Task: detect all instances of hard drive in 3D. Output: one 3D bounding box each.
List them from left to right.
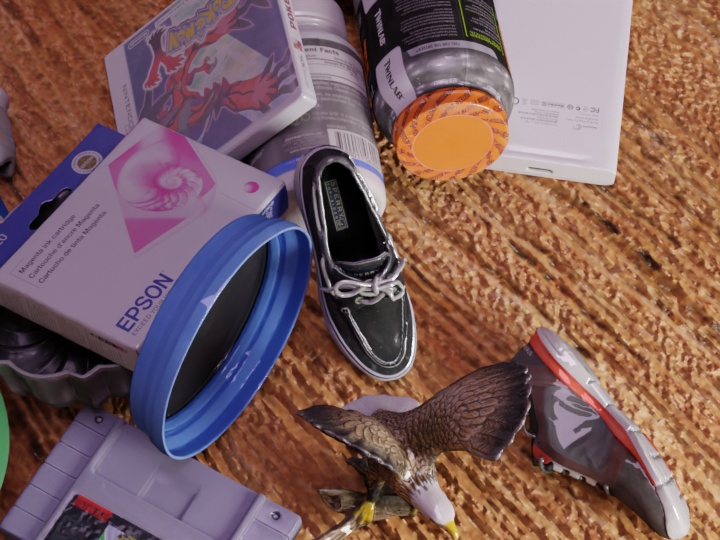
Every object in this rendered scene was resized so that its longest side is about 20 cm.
[{"bbox_3d":[0.169,-0.173,1.627,0.131,0.026,0.201,8,60,3],"label":"hard drive"}]

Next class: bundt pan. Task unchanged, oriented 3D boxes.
[{"bbox_3d":[-0.218,0.028,1.458,0.201,0.076,0.203,-3,49,4],"label":"bundt pan"}]

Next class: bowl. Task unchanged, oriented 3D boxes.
[{"bbox_3d":[-0.107,0.047,1.391,0.039,0.201,0.201,28,63,16],"label":"bowl"}]

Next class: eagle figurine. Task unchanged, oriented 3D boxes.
[{"bbox_3d":[0.035,0.130,1.344,0.150,0.200,0.152,26,56,12],"label":"eagle figurine"}]

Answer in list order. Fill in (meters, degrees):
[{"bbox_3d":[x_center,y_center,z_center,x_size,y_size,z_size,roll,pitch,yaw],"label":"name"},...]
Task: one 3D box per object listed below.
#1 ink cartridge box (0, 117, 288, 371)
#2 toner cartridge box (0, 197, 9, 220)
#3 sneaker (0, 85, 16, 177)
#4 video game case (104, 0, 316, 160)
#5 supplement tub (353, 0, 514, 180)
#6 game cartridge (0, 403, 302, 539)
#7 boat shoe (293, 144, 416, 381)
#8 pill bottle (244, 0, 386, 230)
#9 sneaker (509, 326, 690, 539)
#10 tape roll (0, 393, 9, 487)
[{"bbox_3d":[-0.191,-0.033,1.432,0.199,0.043,0.197,24,57,22],"label":"ink cartridge box"},{"bbox_3d":[-0.389,-0.025,1.487,0.200,0.043,0.095,-31,109,-18],"label":"toner cartridge box"},{"bbox_3d":[-0.386,-0.095,1.542,0.199,0.076,0.092,-18,66,-10],"label":"sneaker"},{"bbox_3d":[-0.132,-0.161,1.539,0.200,0.023,0.183,-33,54,27],"label":"video game case"},{"bbox_3d":[0.063,-0.183,1.562,0.122,0.123,0.201,-5,52,-5],"label":"supplement tub"},{"bbox_3d":[-0.162,0.198,1.401,0.199,0.038,0.130,26,58,13],"label":"game cartridge"},{"bbox_3d":[0.003,-0.001,1.439,0.073,0.068,0.200,-15,105,-10],"label":"boat shoe"},{"bbox_3d":[-0.047,-0.131,1.547,0.113,0.114,0.201,-7,60,-5],"label":"pill bottle"},{"bbox_3d":[0.179,0.141,1.434,0.082,0.077,0.200,-40,65,8],"label":"sneaker"},{"bbox_3d":[-0.367,0.133,1.384,0.199,0.048,0.201,-4,74,14],"label":"tape roll"}]
